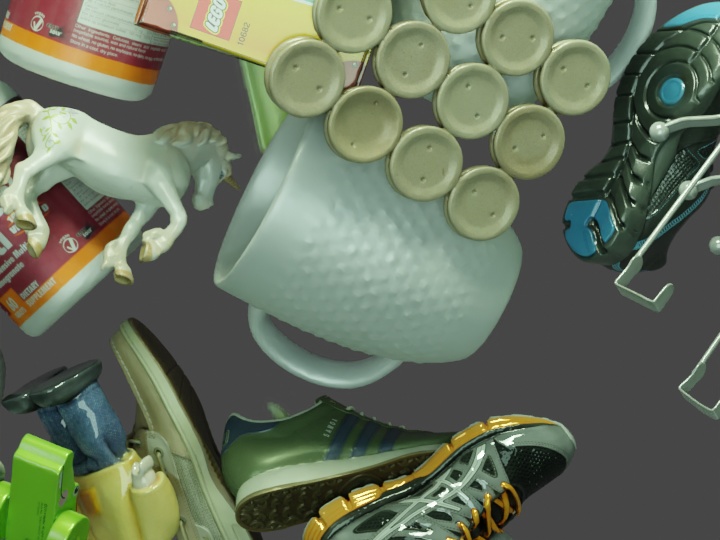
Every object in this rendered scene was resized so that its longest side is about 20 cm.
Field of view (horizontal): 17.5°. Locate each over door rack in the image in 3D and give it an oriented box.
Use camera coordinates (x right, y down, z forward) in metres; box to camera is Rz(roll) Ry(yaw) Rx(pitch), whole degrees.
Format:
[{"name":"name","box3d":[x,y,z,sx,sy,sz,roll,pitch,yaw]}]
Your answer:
[{"name":"over door rack","box3d":[0.230,-0.027,1.553,0.067,0.148,0.200,12,64,35]}]

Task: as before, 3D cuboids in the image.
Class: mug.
[{"name":"mug","box3d":[0.000,0.000,1.595,0.175,0.148,0.200,27,125,-11]},{"name":"mug","box3d":[0.113,-0.185,1.574,0.200,0.148,0.175,20,104,-31]}]

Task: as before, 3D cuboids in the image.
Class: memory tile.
[{"name":"memory tile","box3d":[0.050,-0.121,1.480,0.200,0.017,0.153,34,92,-24]}]

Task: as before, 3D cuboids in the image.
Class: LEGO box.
[{"name":"LEGO box","box3d":[-0.042,-0.228,1.492,0.149,0.077,0.200,19,98,-4]}]

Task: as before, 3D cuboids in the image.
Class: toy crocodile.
[{"name":"toy crocodile","box3d":[-0.216,0.197,1.595,0.067,0.062,0.200,16,122,19]}]

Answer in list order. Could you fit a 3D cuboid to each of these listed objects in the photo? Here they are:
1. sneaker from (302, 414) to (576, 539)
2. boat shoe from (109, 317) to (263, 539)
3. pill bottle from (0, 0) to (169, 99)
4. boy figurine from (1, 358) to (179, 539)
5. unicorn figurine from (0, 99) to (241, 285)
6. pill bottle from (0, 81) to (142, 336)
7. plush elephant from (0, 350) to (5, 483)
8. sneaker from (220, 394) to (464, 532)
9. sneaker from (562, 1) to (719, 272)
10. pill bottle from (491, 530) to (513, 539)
[{"name":"sneaker","box3d":[0.063,0.169,1.600,0.200,0.077,0.078,-29,137,-2]},{"name":"boat shoe","box3d":[-0.136,0.131,1.653,0.065,0.072,0.200,-25,101,4]},{"name":"pill bottle","box3d":[-0.164,-0.225,1.578,0.110,0.110,0.200,19,98,0]},{"name":"boy figurine","box3d":[-0.176,0.162,1.623,0.124,0.064,0.200,-11,106,45]},{"name":"unicorn figurine","box3d":[-0.158,-0.060,1.556,0.200,0.074,0.137,29,54,-23]},{"name":"pill bottle","box3d":[-0.253,-0.060,1.611,0.110,0.110,0.200,-42,94,7]},{"name":"plush elephant","box3d":[-0.321,0.110,1.613,0.165,0.155,0.200,-25,95,5]},{"name":"sneaker","box3d":[-0.004,0.121,1.645,0.200,0.090,0.067,-8,139,-20]},{"name":"sneaker","box3d":[0.213,-0.091,1.611,0.082,0.073,0.200,20,104,-44]},{"name":"pill bottle","box3d":[0.031,0.269,1.642,0.200,0.111,0.111,-24,96,5]}]
